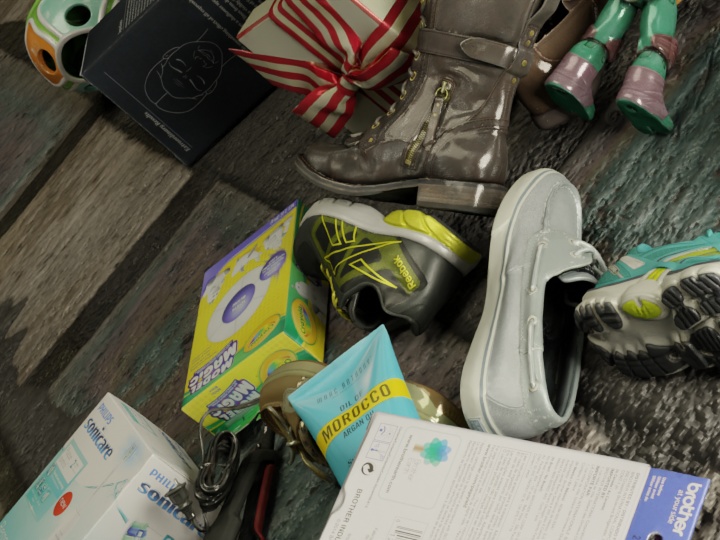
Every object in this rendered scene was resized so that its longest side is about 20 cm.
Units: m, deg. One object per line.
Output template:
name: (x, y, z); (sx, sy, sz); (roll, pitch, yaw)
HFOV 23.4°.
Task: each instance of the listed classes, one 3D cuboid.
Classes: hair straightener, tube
hair straightener: (-0.092, 0.156, 1.185); (0.041, 0.077, 0.200); (-30, 32, 39)
tube: (0.018, 0.120, 1.025); (0.077, 0.050, 0.200); (-34, 44, 6)

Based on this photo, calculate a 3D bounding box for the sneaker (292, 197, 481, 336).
sneaker: (0.000, 0.000, 1.252); (0.200, 0.074, 0.085); (1, 56, 59)

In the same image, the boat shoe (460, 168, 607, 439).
boat shoe: (0.118, 0.018, 1.059); (0.071, 0.070, 0.201); (-13, 46, 35)

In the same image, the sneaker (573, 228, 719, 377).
sneaker: (0.195, 0.006, 0.935); (0.080, 0.078, 0.200); (-51, 24, -23)

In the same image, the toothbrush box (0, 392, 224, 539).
toothbrush box: (-0.204, 0.209, 1.285); (0.200, 0.085, 0.146); (-49, 25, -2)

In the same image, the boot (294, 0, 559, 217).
boot: (0.047, -0.132, 1.226); (0.200, 0.069, 0.175); (11, 93, 37)

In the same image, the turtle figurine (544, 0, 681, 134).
turtle figurine: (0.207, -0.193, 1.166); (0.200, 0.101, 0.150); (-60, 27, -9)

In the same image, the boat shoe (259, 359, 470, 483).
boat shoe: (-0.011, 0.104, 1.129); (0.200, 0.073, 0.063); (-2, 52, 56)

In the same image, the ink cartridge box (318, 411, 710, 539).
ink cartridge box: (0.075, 0.147, 0.909); (0.200, 0.042, 0.120); (7, 57, 32)

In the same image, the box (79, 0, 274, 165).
box: (-0.159, -0.234, 1.747); (0.200, 0.148, 0.107); (-40, 26, 19)

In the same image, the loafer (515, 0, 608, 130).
loafer: (0.148, -0.191, 1.271); (0.073, 0.071, 0.200); (-28, 30, 33)

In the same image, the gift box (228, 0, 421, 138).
gift box: (0.012, -0.213, 1.372); (0.187, 0.200, 0.184); (-61, 14, -24)

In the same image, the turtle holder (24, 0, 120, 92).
turtle holder: (-0.310, -0.278, 2.095); (0.132, 0.185, 0.141); (-112, 33, -63)

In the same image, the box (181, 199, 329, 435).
box: (-0.080, 0.044, 1.356); (0.117, 0.048, 0.200); (-37, 29, 25)
